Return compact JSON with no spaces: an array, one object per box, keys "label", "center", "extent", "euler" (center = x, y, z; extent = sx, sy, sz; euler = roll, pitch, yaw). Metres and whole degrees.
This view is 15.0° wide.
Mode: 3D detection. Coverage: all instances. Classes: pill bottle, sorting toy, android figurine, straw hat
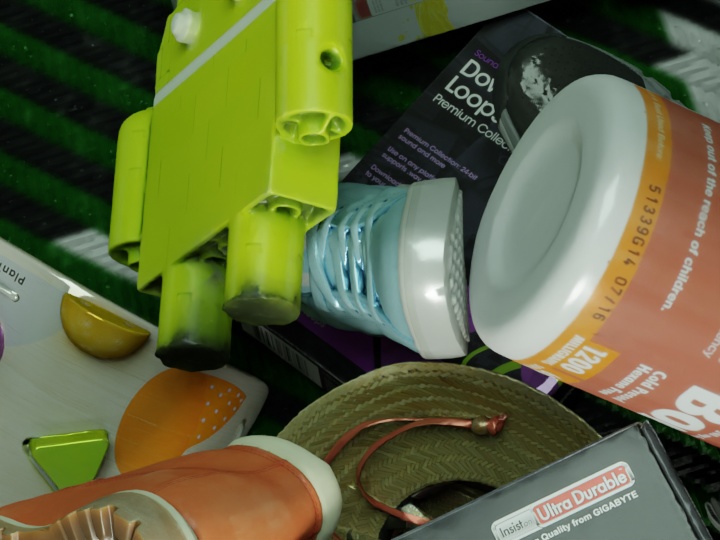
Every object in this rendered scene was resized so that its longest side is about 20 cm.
[{"label":"pill bottle","center":[0.151,0.013,1.028],"extent":[0.200,0.112,0.112],"euler":[23,65,-17]},{"label":"sorting toy","center":[-0.176,0.075,1.186],"extent":[0.200,0.107,0.180],"euler":[29,90,18]},{"label":"android figurine","center":[-0.051,-0.065,1.120],"extent":[0.041,0.182,0.201],"euler":[13,66,-26]},{"label":"straw hat","center":[0.052,0.128,1.120],"extent":[0.201,0.085,0.202],"euler":[2,98,16]}]

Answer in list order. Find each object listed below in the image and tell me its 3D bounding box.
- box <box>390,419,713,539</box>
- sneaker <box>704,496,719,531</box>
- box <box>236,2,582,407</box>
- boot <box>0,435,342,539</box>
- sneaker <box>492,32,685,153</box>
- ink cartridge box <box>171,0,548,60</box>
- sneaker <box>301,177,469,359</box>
[{"label":"box","center":[0.061,0.185,0.995],"extent":[0.200,0.050,0.199],"euler":[-24,70,-3]},{"label":"sneaker","center":[0.235,0.070,1.139],"extent":[0.200,0.075,0.082],"euler":[-32,62,-11]},{"label":"box","center":[0.060,-0.012,1.220],"extent":[0.143,0.036,0.200],"euler":[35,71,20]},{"label":"boot","center":[-0.090,0.113,1.085],"extent":[0.107,0.200,0.075],"euler":[-25,96,-37]},{"label":"sneaker","center":[0.146,-0.032,1.139],"extent":[0.200,0.115,0.075],"euler":[46,74,-4]},{"label":"ink cartridge box","center":[0.000,-0.179,1.264],"extent":[0.200,0.084,0.145],"euler":[-17,49,-3]},{"label":"sneaker","center":[0.000,0.000,1.100],"extent":[0.082,0.200,0.074],"euler":[-5,90,-2]}]
